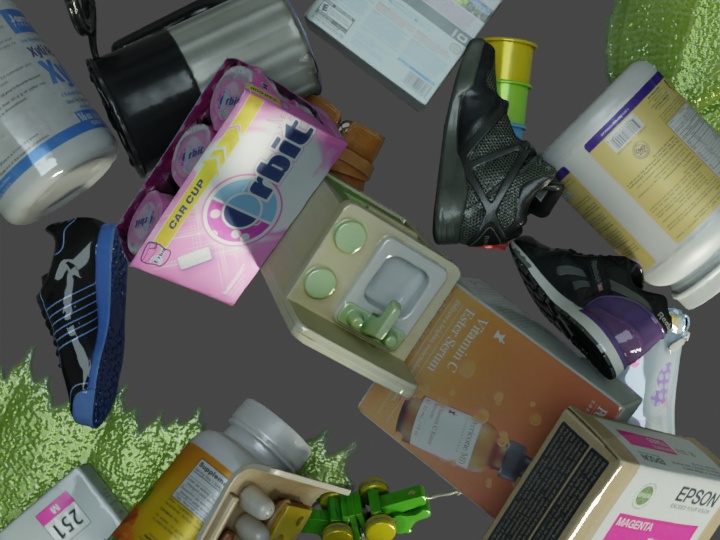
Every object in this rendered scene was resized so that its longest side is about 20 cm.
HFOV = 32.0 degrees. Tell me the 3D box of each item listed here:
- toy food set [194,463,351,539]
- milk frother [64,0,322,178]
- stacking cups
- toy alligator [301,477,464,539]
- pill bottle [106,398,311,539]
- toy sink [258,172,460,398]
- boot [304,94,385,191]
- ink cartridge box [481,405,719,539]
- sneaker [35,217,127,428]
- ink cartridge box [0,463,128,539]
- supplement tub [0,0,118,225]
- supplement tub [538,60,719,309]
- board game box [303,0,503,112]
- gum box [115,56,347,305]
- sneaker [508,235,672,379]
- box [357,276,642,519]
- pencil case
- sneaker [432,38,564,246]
[{"bbox_3d":[-0.092,0.269,1.111,0.060,0.143,0.201,30,90,32],"label":"toy food set"},{"bbox_3d":[-0.161,-0.221,1.129,0.187,0.201,0.181,-27,58,-10],"label":"milk frother"},{"bbox_3d":[0.129,-0.121,1.214,0.060,0.061,0.202,8,89,1],"label":"stacking cups"},{"bbox_3d":[0.025,0.237,1.209,0.198,0.059,0.055,-11,128,1],"label":"toy alligator"},{"bbox_3d":[-0.139,0.221,1.171,0.111,0.111,0.200,40,74,2],"label":"pill bottle"},{"bbox_3d":[0.000,0.000,1.108,0.130,0.200,0.112,29,102,-23],"label":"toy sink"},{"bbox_3d":[-0.087,-0.107,1.202,0.199,0.077,0.156,29,95,-4],"label":"boot"},{"bbox_3d":[0.210,0.215,1.059,0.075,0.199,0.165,45,110,45],"label":"ink cartridge box"},{"bbox_3d":[-0.273,0.049,1.214,0.077,0.070,0.202,4,85,9],"label":"sneaker"},{"bbox_3d":[-0.291,0.318,1.214,0.200,0.044,0.174,-40,87,-1],"label":"ink cartridge box"},{"bbox_3d":[-0.335,-0.156,1.186,0.132,0.132,0.201,-37,89,0],"label":"supplement tub"},{"bbox_3d":[0.279,-0.078,1.167,0.145,0.145,0.200,-44,88,-1],"label":"supplement tub"},{"bbox_3d":[0.062,-0.279,1.218,0.147,0.064,0.201,37,90,1],"label":"board game box"},{"bbox_3d":[-0.112,-0.079,1.106,0.113,0.066,0.200,24,112,-36],"label":"gum box"},{"bbox_3d":[0.214,0.018,1.159,0.087,0.200,0.076,-34,129,-3],"label":"sneaker"},{"bbox_3d":[0.128,0.122,1.144,0.200,0.106,0.153,36,101,19],"label":"box"},{"bbox_3d":[0.261,0.130,1.192,0.090,0.083,0.202,4,89,13],"label":"pencil case"},{"bbox_3d":[0.129,-0.115,1.151,0.113,0.076,0.201,6,69,0],"label":"sneaker"}]
